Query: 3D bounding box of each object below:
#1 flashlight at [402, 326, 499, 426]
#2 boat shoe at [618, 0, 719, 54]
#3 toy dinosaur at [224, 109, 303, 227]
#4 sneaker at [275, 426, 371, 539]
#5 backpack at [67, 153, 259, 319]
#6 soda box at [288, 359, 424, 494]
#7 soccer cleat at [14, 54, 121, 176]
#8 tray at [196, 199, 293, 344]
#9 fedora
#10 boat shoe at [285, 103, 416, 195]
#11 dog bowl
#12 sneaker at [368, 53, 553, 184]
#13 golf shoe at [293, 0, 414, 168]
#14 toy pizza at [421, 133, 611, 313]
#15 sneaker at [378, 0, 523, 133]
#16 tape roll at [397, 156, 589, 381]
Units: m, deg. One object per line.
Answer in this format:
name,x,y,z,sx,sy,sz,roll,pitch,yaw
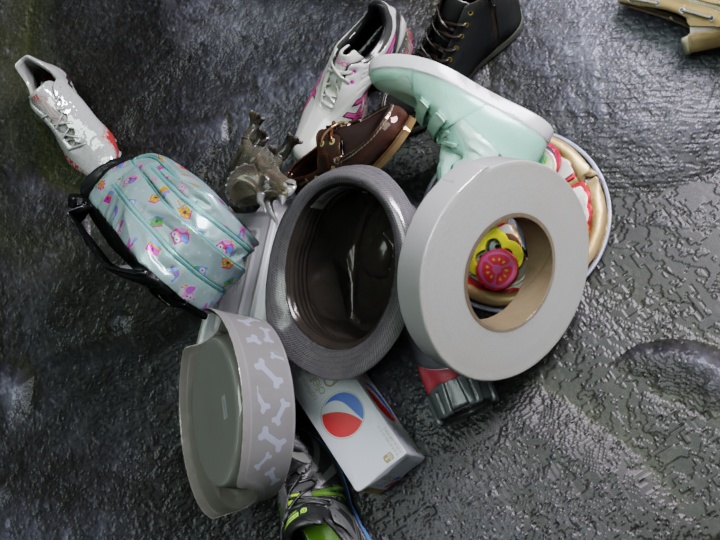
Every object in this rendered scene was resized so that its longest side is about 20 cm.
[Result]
flashlight,0.071,0.051,0.851,0.067,0.068,0.201,-14,67,-12
boat shoe,0.347,-0.246,0.841,0.200,0.072,0.076,41,106,32
toy dinosaur,-0.114,-0.099,0.892,0.077,0.200,0.103,33,77,-15
sneaker,-0.048,0.230,0.831,0.071,0.083,0.200,-37,62,8
backpack,-0.199,-0.041,0.894,0.127,0.167,0.200,-54,39,1
soda box,-0.022,0.126,0.861,0.064,0.068,0.200,-40,65,5
soccer cleat,-0.374,-0.194,1.076,0.069,0.085,0.200,-38,65,6
tray,-0.133,0.013,0.948,0.107,0.022,0.201,3,75,36
fedora,0.000,0.000,0.818,0.176,0.090,0.201,18,101,37
boat shoe,-0.019,-0.116,0.867,0.070,0.200,0.071,39,55,-11
dog bowl,-0.123,0.136,0.830,0.200,0.058,0.202,1,91,62
sneaker,0.077,-0.132,0.847,0.200,0.074,0.119,28,86,11
golf shoe,-0.021,-0.209,0.946,0.072,0.092,0.201,31,89,24
toy pizza,0.153,-0.056,0.869,0.199,0.032,0.202,-6,73,19
sneaker,0.082,-0.240,0.907,0.200,0.106,0.075,-46,65,3
tape roll,0.123,-0.002,0.761,0.037,0.202,0.204,23,82,55
